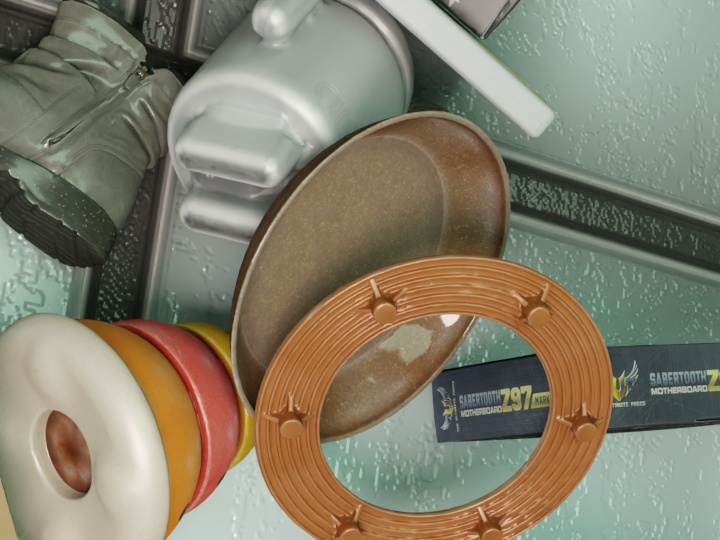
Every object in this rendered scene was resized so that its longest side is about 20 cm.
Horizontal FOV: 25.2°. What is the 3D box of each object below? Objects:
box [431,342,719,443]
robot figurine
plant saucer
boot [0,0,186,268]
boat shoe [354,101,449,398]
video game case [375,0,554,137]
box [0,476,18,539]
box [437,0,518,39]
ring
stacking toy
[{"bbox_3d":[0.167,0.076,1.011,0.198,0.157,0.052,0,81,-29],"label":"box"},{"bbox_3d":[-0.037,-0.094,0.930,0.112,0.171,0.201,16,41,14],"label":"robot figurine"},{"bbox_3d":[0.000,0.000,0.884,0.199,0.037,0.202,-26,133,-32],"label":"plant saucer"},{"bbox_3d":[-0.189,-0.106,0.897,0.200,0.067,0.132,40,60,-27],"label":"boot"},{"bbox_3d":[0.019,-0.007,1.007,0.066,0.057,0.202,11,69,7],"label":"boat shoe"},{"bbox_3d":[0.020,-0.169,0.965,0.199,0.182,0.023,39,99,-19],"label":"video game case"},{"bbox_3d":[-0.267,0.116,0.751,0.198,0.021,0.165,-15,124,-13],"label":"box"},{"bbox_3d":[0.045,-0.256,0.955,0.200,0.115,0.132,40,107,-2],"label":"box"},{"bbox_3d":[0.042,0.082,0.865,0.198,0.019,0.202,-5,120,-9],"label":"ring"},{"bbox_3d":[-0.098,0.074,0.891,0.199,0.145,0.148,-21,92,-46],"label":"stacking toy"}]
